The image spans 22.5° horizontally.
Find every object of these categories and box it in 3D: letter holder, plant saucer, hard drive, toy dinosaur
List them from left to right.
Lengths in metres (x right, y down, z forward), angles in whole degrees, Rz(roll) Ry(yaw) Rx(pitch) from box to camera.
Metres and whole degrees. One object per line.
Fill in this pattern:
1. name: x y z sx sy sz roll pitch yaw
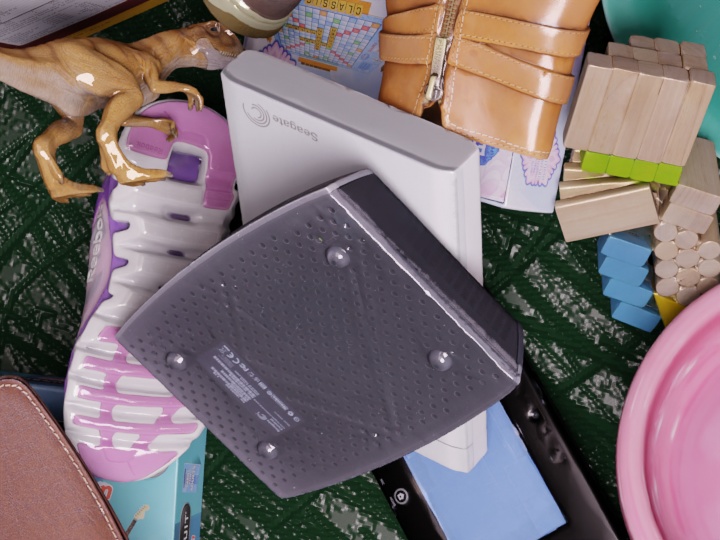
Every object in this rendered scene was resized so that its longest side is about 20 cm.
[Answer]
1. letter holder: -0.163 0.163 0.930 0.142 0.101 0.200 -30 84 13
2. toy dinosaur: -0.141 -0.090 0.875 0.060 0.200 0.106 -13 84 41
3. hard drive: -0.020 0.031 0.847 0.135 0.042 0.200 45 141 -10
4. hard drive: 0.000 0.000 0.868 0.132 0.027 0.200 25 141 28
5. plant saucer: 0.218 0.094 0.834 0.200 0.051 0.201 -1 69 3

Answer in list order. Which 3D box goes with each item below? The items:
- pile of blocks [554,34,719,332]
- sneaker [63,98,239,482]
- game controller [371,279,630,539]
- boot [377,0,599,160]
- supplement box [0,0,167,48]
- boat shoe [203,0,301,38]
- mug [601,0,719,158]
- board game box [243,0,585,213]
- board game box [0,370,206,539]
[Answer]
1. pile of blocks: 0.139 -0.034 0.874 0.082 0.062 0.200 -9 127 12
2. sneaker: -0.114 0.013 0.959 0.080 0.088 0.200 13 81 -21
3. game controller: 0.057 0.096 0.935 0.104 0.042 0.200 -32 76 13
4. boot: 0.086 -0.125 0.770 0.200 0.077 0.155 12 93 36
5. supplement box: -0.185 -0.231 0.918 0.133 0.200 0.197 -21 86 15
6. boat shoe: -0.061 -0.218 0.919 0.066 0.072 0.201 -29 68 38
7. mug: 0.211 -0.122 0.848 0.114 0.185 0.152 -45 38 -23
8. board game box: 0.027 -0.143 0.901 0.200 0.041 0.200 16 97 43
9. board game box: -0.168 0.161 1.006 0.151 0.047 0.200 4 93 15
